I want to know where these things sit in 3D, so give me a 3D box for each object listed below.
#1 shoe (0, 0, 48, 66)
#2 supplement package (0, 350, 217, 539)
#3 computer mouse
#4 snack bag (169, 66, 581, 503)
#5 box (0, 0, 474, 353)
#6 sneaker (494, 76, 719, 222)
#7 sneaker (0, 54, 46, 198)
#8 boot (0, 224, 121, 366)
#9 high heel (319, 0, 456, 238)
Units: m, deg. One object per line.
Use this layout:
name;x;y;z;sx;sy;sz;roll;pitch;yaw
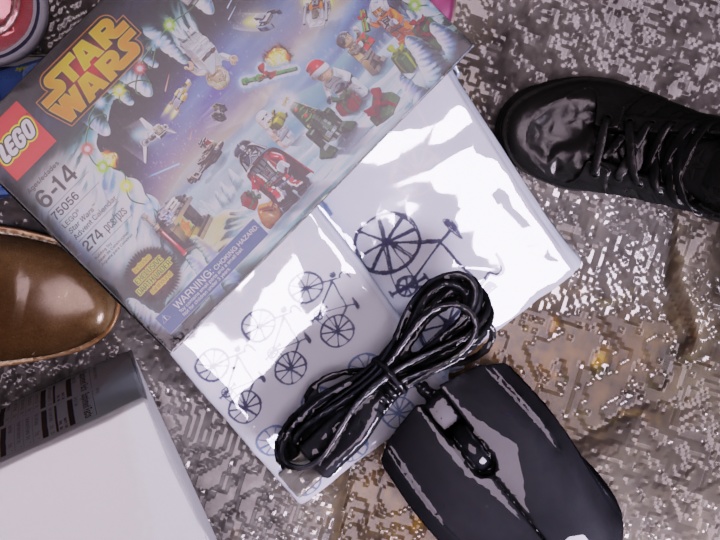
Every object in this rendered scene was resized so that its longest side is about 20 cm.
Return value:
shoe;-0.216;-0.184;1.057;0.071;0.091;0.200;-34;87;-3
supplement package;-0.167;0.155;1.103;0.199;0.151;0.152;-24;100;-5
computer mouse;0.064;0.111;1.164;0.138;0.053;0.200;-44;115;2
snack bag;0.000;0.000;1.139;0.200;0.021;0.189;-37;125;-1
box;-0.065;-0.080;1.058;0.137;0.040;0.200;44;87;-3
sneaker;0.173;-0.055;1.154;0.199;0.104;0.060;11;96;-10
sneaker;-0.154;-0.071;1.110;0.199;0.082;0.074;-12;101;-6
boot;-0.214;0.013;1.116;0.199;0.075;0.074;6;95;-11
high heel;-0.007;-0.110;1.133;0.096;0.067;0.201;-4;102;-19
